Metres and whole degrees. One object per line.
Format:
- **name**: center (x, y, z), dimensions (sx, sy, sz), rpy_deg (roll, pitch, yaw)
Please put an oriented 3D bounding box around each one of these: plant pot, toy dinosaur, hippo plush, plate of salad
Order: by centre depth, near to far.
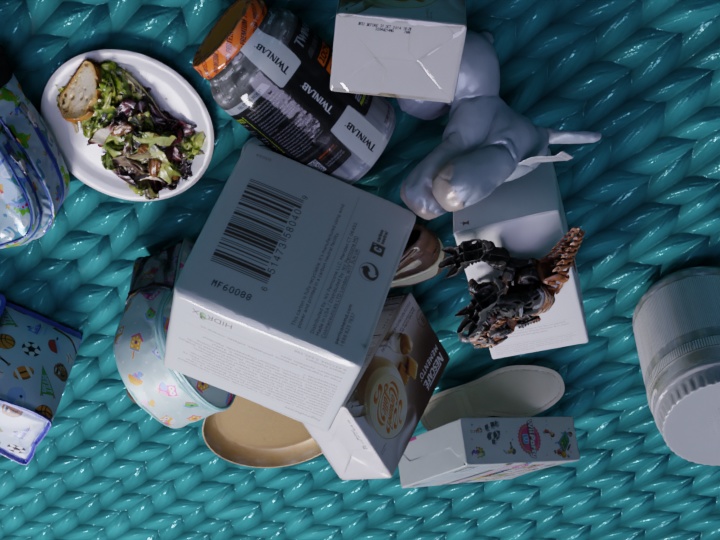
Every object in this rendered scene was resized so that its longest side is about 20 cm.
- **hippo plush**: center (0.101, -0.156, 1.024), dimensions (0.199, 0.159, 0.162), rpy_deg (-19, 98, 43)
- **toy dinosaur**: center (0.161, 0.015, 1.075), dimensions (0.134, 0.102, 0.201), rpy_deg (9, 121, -32)
- **plate of salad**: center (-0.265, -0.154, 1.139), dimensions (0.197, 0.048, 0.202), rpy_deg (2, 130, 2)
- **plant pot**: center (-0.116, 0.202, 1.372), dimensions (0.197, 0.028, 0.201), rpy_deg (-6, 136, -6)

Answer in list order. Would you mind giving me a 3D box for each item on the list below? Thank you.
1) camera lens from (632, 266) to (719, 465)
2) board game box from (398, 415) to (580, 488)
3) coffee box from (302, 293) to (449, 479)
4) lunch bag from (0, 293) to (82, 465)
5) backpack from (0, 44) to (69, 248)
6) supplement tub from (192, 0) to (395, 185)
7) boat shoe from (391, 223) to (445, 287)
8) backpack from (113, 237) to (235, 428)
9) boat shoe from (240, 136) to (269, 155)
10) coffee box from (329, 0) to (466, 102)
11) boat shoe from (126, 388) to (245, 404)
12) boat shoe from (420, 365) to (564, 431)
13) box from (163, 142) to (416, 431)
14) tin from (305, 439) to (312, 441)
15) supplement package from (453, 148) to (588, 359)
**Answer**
- **camera lens**: center (0.416, 0.108, 1.205), dimensions (0.158, 0.201, 0.161), rpy_deg (2, 131, 3)
- **board game box**: center (0.169, 0.242, 1.349), dimensions (0.198, 0.065, 0.147), rpy_deg (5, 157, -34)
- **coffee box**: center (0.019, 0.137, 1.215), dimensions (0.079, 0.201, 0.115), rpy_deg (-11, 121, 37)
- **lunch bag**: center (-0.484, 0.126, 1.311), dimensions (0.199, 0.171, 0.124), rpy_deg (27, 124, -17)
- **backpack**: center (-0.417, -0.123, 1.129), dimensions (0.161, 0.155, 0.201), rpy_deg (-15, 138, 13)
- **supplement tub**: center (-0.069, -0.184, 1.049), dimensions (0.122, 0.123, 0.199), rpy_deg (-36, 120, 29)
- **boat shoe**: center (-0.001, -0.005, 1.213), dimensions (0.201, 0.075, 0.075), rpy_deg (-25, 143, 10)
- **backpack**: center (-0.203, 0.080, 1.221), dimensions (0.152, 0.201, 0.176), rpy_deg (-14, 128, 26)
- **boat shoe**: center (-0.128, -0.063, 1.195), dimensions (0.071, 0.062, 0.202), rpy_deg (6, 132, -1)
- **coffee box**: center (0.036, -0.247, 0.936), dimensions (0.113, 0.201, 0.080), rpy_deg (6, 132, -1)
- **boat shoe**: center (-0.218, 0.151, 1.391), dimensions (0.200, 0.076, 0.075), rpy_deg (0, 166, -4)
- **boat shoe**: center (0.178, 0.177, 1.374), dimensions (0.198, 0.073, 0.060), rpy_deg (-17, 170, 5)
- **box**: center (-0.076, 0.021, 1.052), dimensions (0.198, 0.200, 0.172), rpy_deg (23, 146, -2)
- **tin**: center (-0.025, 0.182, 1.411), dimensions (0.198, 0.042, 0.113), rpy_deg (-11, 132, 14)
- **supplement package**: center (0.186, -0.017, 1.170), dimensions (0.118, 0.122, 0.201), rpy_deg (-11, 129, 14)
